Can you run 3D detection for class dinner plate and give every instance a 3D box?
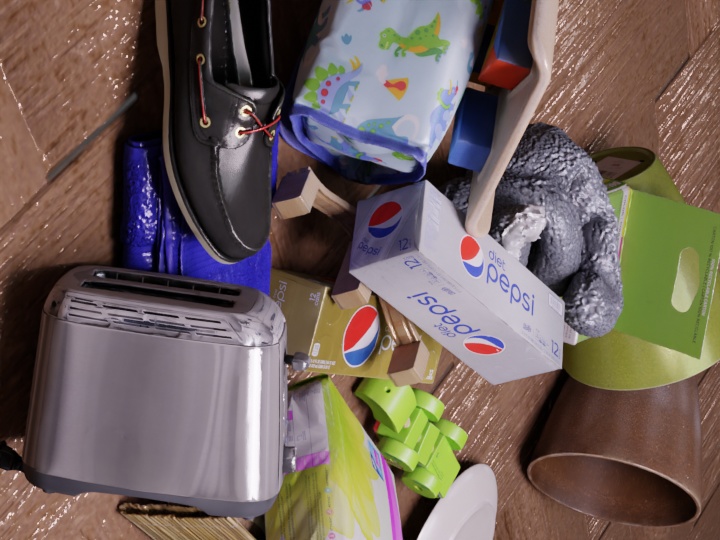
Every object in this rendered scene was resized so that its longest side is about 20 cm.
[{"bbox_3d":[0.092,0.289,1.507,0.200,0.024,0.202,-43,145,-40],"label":"dinner plate"}]

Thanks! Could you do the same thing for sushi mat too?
[{"bbox_3d":[-0.098,0.221,1.147,0.200,0.095,0.012,56,39,-51],"label":"sushi mat"}]

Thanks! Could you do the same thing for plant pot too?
[{"bbox_3d":[0.293,0.148,1.642,0.187,0.185,0.202,55,46,-52],"label":"plant pot"},{"bbox_3d":[0.273,-0.014,1.531,0.187,0.186,0.202,-39,122,-40],"label":"plant pot"}]

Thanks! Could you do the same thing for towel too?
[{"bbox_3d":[-0.107,-0.005,1.062,0.147,0.049,0.202,-21,122,-50],"label":"towel"}]

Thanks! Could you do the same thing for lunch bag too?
[{"bbox_3d":[0.021,-0.158,1.115,0.200,0.126,0.172,70,42,-85],"label":"lunch bag"}]

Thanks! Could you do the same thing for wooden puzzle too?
[{"bbox_3d":[0.102,-0.153,1.096,0.201,0.046,0.187,105,-4,-53],"label":"wooden puzzle"}]

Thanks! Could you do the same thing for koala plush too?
[{"bbox_3d":[0.111,-0.033,1.282,0.199,0.176,0.186,-6,99,-54],"label":"koala plush"}]

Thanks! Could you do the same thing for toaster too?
[{"bbox_3d":[-0.133,0.073,0.966,0.114,0.197,0.131,-73,171,-80],"label":"toaster"}]

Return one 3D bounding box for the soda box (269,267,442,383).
[{"bbox_3d":[-0.006,0.046,1.225,0.199,0.064,0.069,11,95,-58],"label":"soda box"}]

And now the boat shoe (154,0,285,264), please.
[{"bbox_3d":[-0.085,-0.106,0.975,0.073,0.063,0.204,-11,95,-53],"label":"boat shoe"}]

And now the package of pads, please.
[{"bbox_3d":[-0.018,0.198,1.161,0.155,0.068,0.201,59,17,-44],"label":"package of pads"}]

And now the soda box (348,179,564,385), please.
[{"bbox_3d":[0.077,0.013,1.158,0.200,0.068,0.064,37,48,-40],"label":"soda box"}]

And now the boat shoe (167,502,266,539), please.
[{"bbox_3d":[-0.088,0.181,1.179,0.200,0.071,0.077,53,45,-59],"label":"boat shoe"}]

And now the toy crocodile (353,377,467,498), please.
[{"bbox_3d":[0.047,0.153,1.370,0.068,0.061,0.200,-62,151,-16],"label":"toy crocodile"}]

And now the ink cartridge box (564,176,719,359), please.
[{"bbox_3d":[0.228,-0.005,1.424,0.075,0.199,0.150,-16,118,-52],"label":"ink cartridge box"}]

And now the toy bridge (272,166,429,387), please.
[{"bbox_3d":[0.000,0.000,1.144,0.201,0.027,0.068,56,34,-31],"label":"toy bridge"}]
